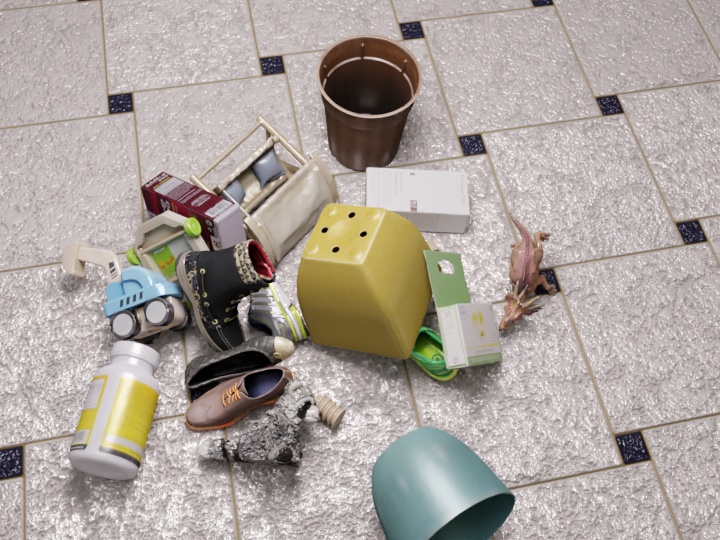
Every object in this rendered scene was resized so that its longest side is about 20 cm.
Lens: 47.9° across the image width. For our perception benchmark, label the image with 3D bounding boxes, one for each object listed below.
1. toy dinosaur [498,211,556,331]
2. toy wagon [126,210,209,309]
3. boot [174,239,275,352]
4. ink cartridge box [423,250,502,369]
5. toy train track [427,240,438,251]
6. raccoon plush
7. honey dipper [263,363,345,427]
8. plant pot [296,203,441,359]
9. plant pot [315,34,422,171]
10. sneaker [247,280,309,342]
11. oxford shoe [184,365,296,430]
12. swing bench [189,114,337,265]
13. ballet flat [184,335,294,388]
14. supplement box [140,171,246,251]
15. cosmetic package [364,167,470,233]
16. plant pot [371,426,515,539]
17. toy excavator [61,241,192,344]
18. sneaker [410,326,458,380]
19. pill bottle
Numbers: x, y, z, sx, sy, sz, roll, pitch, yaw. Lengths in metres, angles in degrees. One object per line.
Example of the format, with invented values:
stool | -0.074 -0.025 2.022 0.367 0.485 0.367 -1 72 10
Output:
toy dinosaur | 0.293 0.001 1.448 0.085 0.203 0.135 1 16 25
toy wagon | -0.315 -0.002 1.425 0.153 0.202 0.040 -21 18 27
boot | -0.204 0.048 1.346 0.152 0.206 0.074 -13 23 27
ink cartridge box | 0.177 0.062 1.382 0.047 0.145 0.204 -14 81 32
toy train track | 0.058 -0.010 1.504 0.198 0.033 0.115 -26 66 -16
raccoon plush | -0.161 0.239 1.304 0.196 0.097 0.136 5 72 0
honey dipper | -0.113 0.194 1.380 0.199 0.038 0.038 35 64 16
plant pot | 0.000 0.000 1.352 0.191 0.201 0.197 7 56 27
plant pot | 0.010 -0.311 1.573 0.197 0.199 0.203 2 60 -3
sneaker | -0.174 0.055 1.434 0.080 0.074 0.201 -33 66 -15
oxford shoe | -0.205 0.203 1.337 0.198 0.073 0.072 -24 67 -1
swing bench | -0.175 -0.144 1.509 0.199 0.130 0.199 35 63 16
ballet flat | -0.201 0.158 1.357 0.197 0.067 0.057 -17 36 12
supplement box | -0.296 -0.090 1.450 0.198 0.110 0.061 24 47 30
cosmetic package | 0.107 -0.135 1.554 0.196 0.074 0.103 1 61 -2
plant pot | 0.109 0.339 1.230 0.198 0.202 0.161 -26 53 -17
toy excavator | -0.404 0.026 1.394 0.192 0.100 0.203 -19 76 9
sneaker | 0.085 0.115 1.406 0.198 0.084 0.075 25 61 15
pill bottle | -0.387 0.223 1.304 0.110 0.113 0.203 9 61 2
